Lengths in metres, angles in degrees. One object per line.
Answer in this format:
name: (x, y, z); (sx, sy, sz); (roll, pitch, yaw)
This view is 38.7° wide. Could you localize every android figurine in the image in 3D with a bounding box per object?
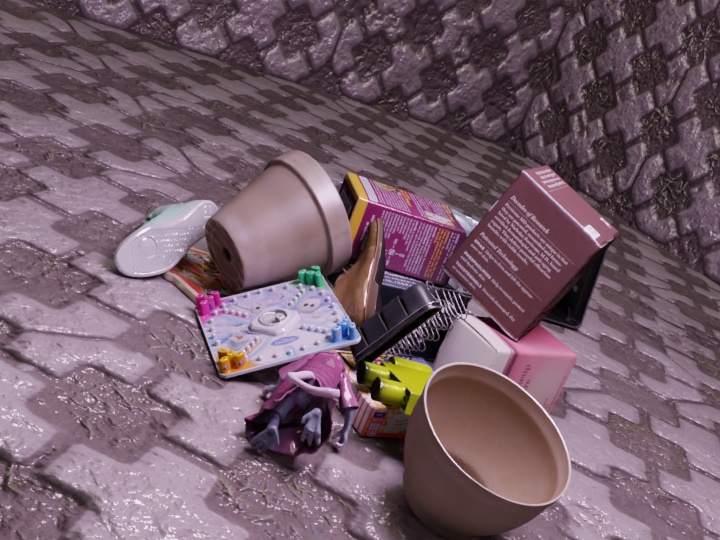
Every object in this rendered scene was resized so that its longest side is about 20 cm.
android figurine: (0.096, 0.166, 1.368); (0.196, 0.042, 0.182); (15, 9, -20)

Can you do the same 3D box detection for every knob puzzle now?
knob puzzle: (-0.230, 0.002, 1.627); (0.216, 0.031, 0.220); (21, 18, -7)

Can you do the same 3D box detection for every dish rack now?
dish rack: (0.081, 0.079, 1.462); (0.199, 0.153, 0.055); (10, 47, -58)

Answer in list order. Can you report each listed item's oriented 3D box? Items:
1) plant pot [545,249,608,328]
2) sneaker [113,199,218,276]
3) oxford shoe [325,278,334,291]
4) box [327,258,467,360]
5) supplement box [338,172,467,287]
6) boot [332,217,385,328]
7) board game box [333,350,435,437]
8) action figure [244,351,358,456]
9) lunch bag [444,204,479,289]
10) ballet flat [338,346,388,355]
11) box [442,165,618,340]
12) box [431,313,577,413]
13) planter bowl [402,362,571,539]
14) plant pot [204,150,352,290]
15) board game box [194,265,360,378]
plant pot: (0.390, -0.014, 2.230); (0.197, 0.203, 0.177); (16, 8, -21)
sneaker: (-0.321, -0.045, 1.589); (0.117, 0.075, 0.200); (-2, 24, 43)
oxford shoe: (-0.090, 0.029, 1.673); (0.057, 0.077, 0.200); (-9, 31, -22)
box: (0.042, 0.042, 1.718); (0.194, 0.119, 0.200); (13, 19, -30)
supplement box: (0.058, -0.068, 1.687); (0.196, 0.105, 0.131); (17, 19, -16)
boot: (0.000, 0.000, 1.542); (0.074, 0.074, 0.203); (1, 51, 12)
board game box: (0.049, 0.175, 1.455); (0.197, 0.047, 0.151); (10, 22, -37)
action figure: (-0.066, 0.141, 1.262); (0.132, 0.151, 0.200); (20, 30, 11)
lunch bag: (0.149, -0.026, 1.958); (0.120, 0.173, 0.200); (27, 15, 10)
ballet flat: (-0.047, 0.087, 1.546); (0.197, 0.073, 0.072); (21, 16, 20)
box: (0.265, -0.030, 1.591); (0.164, 0.201, 0.165); (44, 22, 12)
box: (0.221, 0.155, 1.601); (0.197, 0.130, 0.109); (7, 25, -41)
planter bowl: (0.129, 0.230, 1.210); (0.197, 0.136, 0.202); (23, 35, -17)
plant pot: (-0.136, -0.057, 1.570); (0.172, 0.203, 0.199); (-28, 45, -27)
board game box: (-0.121, 0.065, 1.434); (0.196, 0.026, 0.200); (-14, 30, -13)
